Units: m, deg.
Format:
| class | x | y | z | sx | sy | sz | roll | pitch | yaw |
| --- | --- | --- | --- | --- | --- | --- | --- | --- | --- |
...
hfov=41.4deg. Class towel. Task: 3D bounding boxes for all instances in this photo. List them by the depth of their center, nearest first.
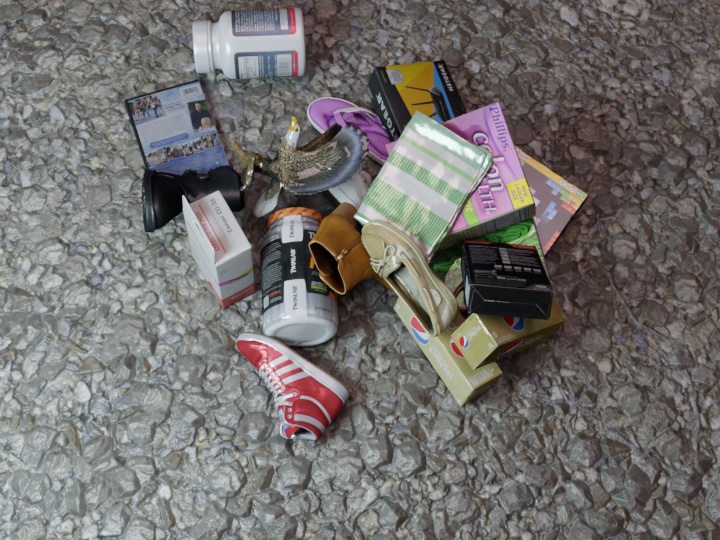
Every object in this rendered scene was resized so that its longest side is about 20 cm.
| class | x | y | z | sx | sy | sz | roll | pitch | yaw |
| --- | --- | --- | --- | --- | --- | --- | --- | --- | --- |
| towel | 0.097 | -0.131 | 1.498 | 0.151 | 0.023 | 0.202 | 32 | 89 | 15 |

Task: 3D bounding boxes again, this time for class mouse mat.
| class | x | y | z | sx | sy | sz | roll | pitch | yaw |
| --- | --- | --- | --- | --- | --- | --- | --- | --- | --- |
| mouse mat | 0.202 | -0.026 | 1.586 | 0.197 | 0.008 | 0.164 | -15 | 78 | 6 |

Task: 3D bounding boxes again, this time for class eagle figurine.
| class | x | y | z | sx | sy | sz | roll | pitch | yaw |
| --- | --- | --- | --- | --- | --- | --- | --- | --- | --- |
| eagle figurine | -0.097 | -0.181 | 1.561 | 0.197 | 0.151 | 0.154 | -4 | 61 | -25 |

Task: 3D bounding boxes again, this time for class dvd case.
| class | x | y | z | sx | sy | sz | roll | pitch | yaw |
| --- | --- | --- | --- | --- | --- | --- | --- | --- | --- |
| dvd case | -0.325 | -0.238 | 1.688 | 0.141 | 0.018 | 0.202 | -18 | 68 | -11 |

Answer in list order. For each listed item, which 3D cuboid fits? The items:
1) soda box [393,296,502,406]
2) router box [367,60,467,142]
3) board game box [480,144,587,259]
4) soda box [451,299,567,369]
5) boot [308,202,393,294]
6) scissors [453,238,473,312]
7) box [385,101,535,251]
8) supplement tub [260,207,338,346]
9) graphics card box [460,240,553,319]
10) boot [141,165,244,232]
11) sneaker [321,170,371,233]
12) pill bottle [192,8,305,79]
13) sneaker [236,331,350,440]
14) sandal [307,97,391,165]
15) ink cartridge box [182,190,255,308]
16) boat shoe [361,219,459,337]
| class | x | y | z | sx | sy | sz | roll | pitch | yaw |
| --- | --- | --- | --- | --- | --- | --- | --- | --- | --- |
| soda box | 0.137 | 0.111 | 1.523 | 0.063 | 0.068 | 0.201 | -24 | 68 | -26 |
| router box | 0.115 | -0.275 | 1.702 | 0.147 | 0.051 | 0.202 | -11 | 67 | -23 |
| board game box | 0.258 | -0.113 | 1.627 | 0.199 | 0.057 | 0.166 | 35 | 82 | 13 |
| soda box | 0.236 | 0.088 | 1.488 | 0.198 | 0.068 | 0.064 | -14 | 63 | -45 |
| boot | 0.000 | -0.001 | 1.514 | 0.202 | 0.070 | 0.145 | 49 | 38 | -15 |
| scissors | 0.191 | -0.023 | 1.579 | 0.072 | 0.014 | 0.204 | 3 | 80 | 12 |
| box | 0.163 | -0.146 | 1.547 | 0.197 | 0.097 | 0.179 | -19 | 78 | 7 |
| supplement tub | -0.100 | 0.010 | 1.529 | 0.120 | 0.123 | 0.203 | -3 | 65 | -5 |
| graphics card box | 0.221 | 0.011 | 1.468 | 0.123 | 0.052 | 0.200 | 5 | 20 | 0 |
| boot | -0.271 | -0.120 | 1.553 | 0.165 | 0.078 | 0.200 | -2 | 21 | -10 |
| sneaker | 0.002 | -0.120 | 1.624 | 0.084 | 0.073 | 0.201 | -31 | 69 | -15 |
| pill bottle | -0.200 | -0.408 | 1.722 | 0.196 | 0.120 | 0.121 | -3 | 65 | -6 |
| sneaker | -0.126 | 0.184 | 1.473 | 0.198 | 0.072 | 0.113 | 29 | 63 | 7 |
| sandal | -0.001 | -0.259 | 1.702 | 0.201 | 0.050 | 0.083 | 29 | 66 | 8 |
| ink cartridge box | -0.221 | -0.039 | 1.500 | 0.067 | 0.201 | 0.117 | -27 | 69 | -16 |
| boat shoe | 0.067 | 0.011 | 1.465 | 0.201 | 0.073 | 0.063 | 51 | 50 | -3 |
